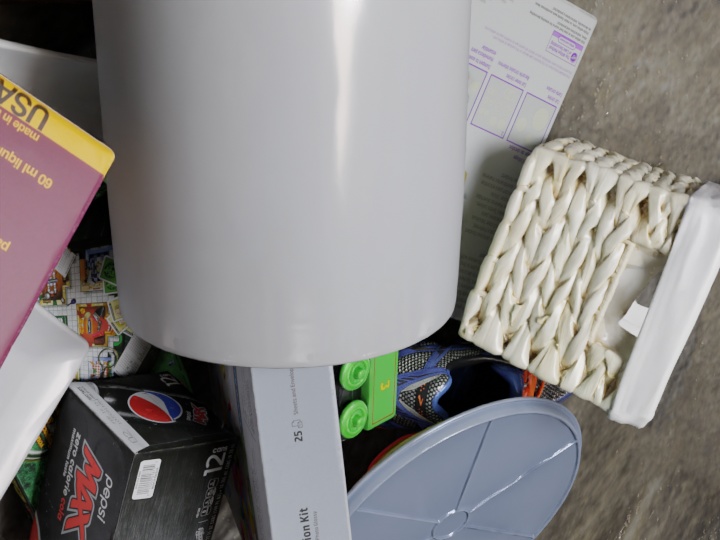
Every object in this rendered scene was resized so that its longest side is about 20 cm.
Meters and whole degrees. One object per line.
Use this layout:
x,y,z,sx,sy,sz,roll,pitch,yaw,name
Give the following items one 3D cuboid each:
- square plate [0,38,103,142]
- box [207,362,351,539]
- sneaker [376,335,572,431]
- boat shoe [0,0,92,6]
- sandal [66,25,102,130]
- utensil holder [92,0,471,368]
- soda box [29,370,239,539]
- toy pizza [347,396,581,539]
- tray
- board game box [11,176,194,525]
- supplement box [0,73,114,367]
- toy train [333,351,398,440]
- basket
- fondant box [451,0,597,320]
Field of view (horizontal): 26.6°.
-0.171,-0.014,0.717,0.199,0.028,0.199,6,112,-43,square plate
-0.046,0.080,0.772,0.041,0.200,0.157,-9,107,-10,box
0.081,0.075,0.970,0.199,0.078,0.076,-7,104,-42,sneaker
-0.141,-0.157,0.718,0.199,0.070,0.071,-18,107,-42,boat shoe
-0.081,-0.121,0.808,0.200,0.043,0.077,-32,127,-43,sandal
-0.033,-0.080,0.666,0.169,0.169,0.202,-19,118,-39,utensil holder
-0.125,0.154,0.759,0.063,0.071,0.201,-4,118,-43,soda box
0.048,0.145,0.935,0.199,0.032,0.201,-22,141,-19,toy pizza
-0.191,0.101,0.658,0.201,0.022,0.107,-61,165,-11,tray
-0.138,0.056,0.754,0.105,0.023,0.201,-35,135,-24,board game box
-0.189,0.023,0.571,0.085,0.110,0.201,33,72,-26,supplement box
0.000,0.000,0.828,0.056,0.042,0.201,-22,124,-43,toy train
0.148,-0.004,0.921,0.200,0.123,0.136,-25,138,-75,basket
0.040,-0.083,0.888,0.144,0.058,0.201,18,97,-44,fondant box
